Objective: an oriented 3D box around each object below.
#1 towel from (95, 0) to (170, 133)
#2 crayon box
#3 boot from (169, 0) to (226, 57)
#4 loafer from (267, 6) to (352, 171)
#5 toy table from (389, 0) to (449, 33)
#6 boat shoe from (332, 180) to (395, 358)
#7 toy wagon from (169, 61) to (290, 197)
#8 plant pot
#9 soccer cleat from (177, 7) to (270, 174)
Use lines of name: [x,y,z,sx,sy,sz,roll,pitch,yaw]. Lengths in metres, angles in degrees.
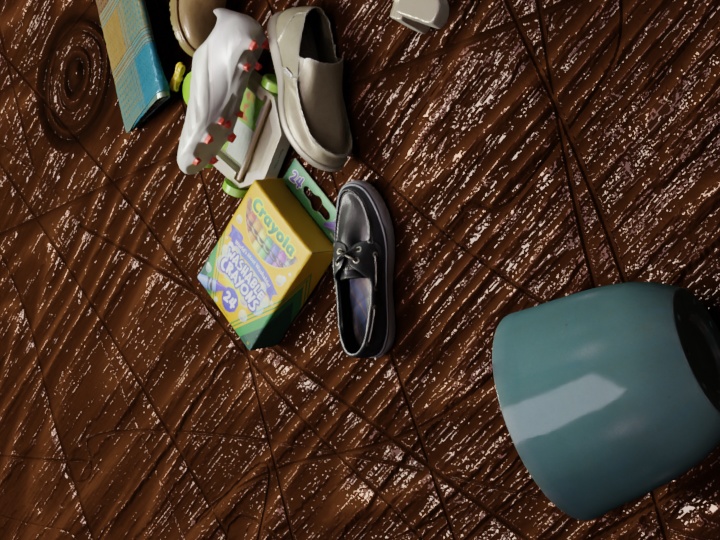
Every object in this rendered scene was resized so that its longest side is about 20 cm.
towel: [-0.298,-0.296,1.666,0.147,0.022,0.201,-26,76,59]
crayon box: [-0.106,-0.019,1.530,0.126,0.051,0.200,51,125,25]
boot: [-0.138,-0.357,1.494,0.199,0.066,0.176,-13,75,42]
loafer: [-0.052,-0.210,1.440,0.068,0.075,0.201,-28,76,47]
toy table: [0.034,-0.322,1.292,0.200,0.183,0.118,29,98,49]
boat shoe: [0.000,0.000,1.426,0.068,0.057,0.201,-5,93,33]
toy wagon: [-0.160,-0.193,1.566,0.200,0.039,0.156,42,121,32]
plant pot: [0.240,0.102,1.142,0.160,0.200,0.202,-26,78,29]
soccer cleat: [-0.173,-0.209,1.501,0.077,0.069,0.201,34,110,20]
